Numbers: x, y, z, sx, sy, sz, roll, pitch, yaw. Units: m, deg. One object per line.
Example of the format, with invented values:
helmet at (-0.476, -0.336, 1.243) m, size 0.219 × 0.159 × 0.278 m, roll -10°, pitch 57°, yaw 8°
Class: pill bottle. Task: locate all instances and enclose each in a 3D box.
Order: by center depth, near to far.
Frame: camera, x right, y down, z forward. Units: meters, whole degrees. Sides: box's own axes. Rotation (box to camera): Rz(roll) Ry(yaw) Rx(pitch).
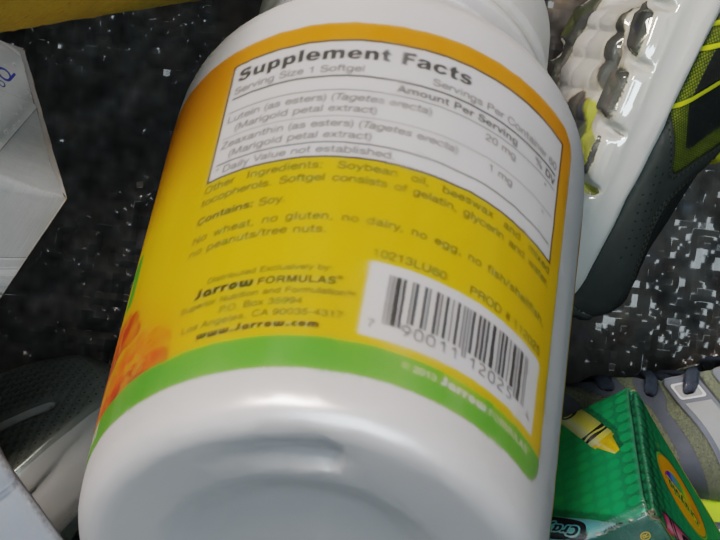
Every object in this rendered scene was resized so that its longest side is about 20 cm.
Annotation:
pill bottle at (0.000, 0.000, 0.702) m, size 0.110 × 0.201 × 0.111 m, roll 5°, pitch 135°, yaw 5°

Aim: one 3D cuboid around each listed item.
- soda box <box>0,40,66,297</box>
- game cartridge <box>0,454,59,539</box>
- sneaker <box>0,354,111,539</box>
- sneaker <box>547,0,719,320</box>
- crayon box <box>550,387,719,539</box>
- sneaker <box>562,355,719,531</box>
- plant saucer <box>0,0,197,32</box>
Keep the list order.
soda box at (-0.156, 0.024, 0.716) m, size 0.068 × 0.064 × 0.200 m, roll 18°, pitch 123°, yaw -32°
game cartridge at (-0.109, 0.132, 0.683) m, size 0.133 × 0.042 × 0.200 m, roll -38°, pitch 110°, yaw -12°
sneaker at (-0.125, 0.110, 0.783) m, size 0.080 × 0.070 × 0.200 m, roll 39°, pitch 96°, yaw -25°
sneaker at (0.113, -0.071, 0.770) m, size 0.084 × 0.074 × 0.201 m, roll 23°, pitch 99°, yaw -15°
crayon box at (0.068, 0.140, 0.759) m, size 0.118 × 0.058 × 0.200 m, roll -25°, pitch 119°, yaw 15°
sneaker at (0.104, 0.047, 0.794) m, size 0.199 × 0.074 × 0.081 m, roll 18°, pitch 86°, yaw -13°
plant saucer at (-0.061, -0.163, 0.679) m, size 0.048 × 0.200 × 0.201 m, roll 0°, pitch 100°, yaw 25°
